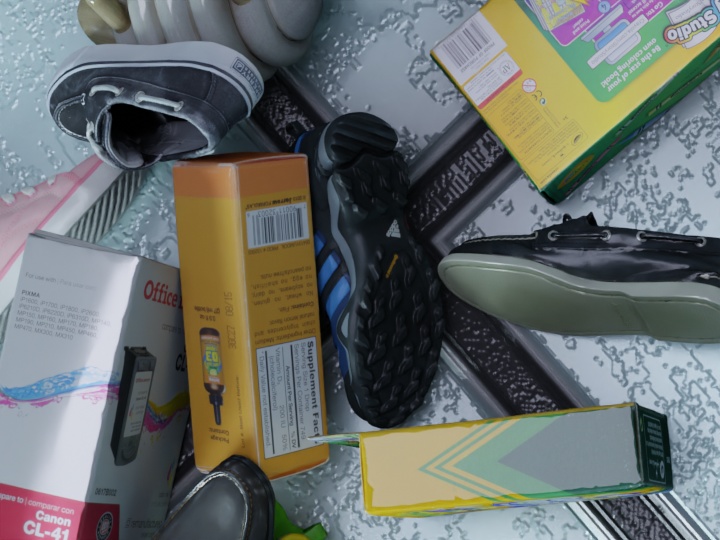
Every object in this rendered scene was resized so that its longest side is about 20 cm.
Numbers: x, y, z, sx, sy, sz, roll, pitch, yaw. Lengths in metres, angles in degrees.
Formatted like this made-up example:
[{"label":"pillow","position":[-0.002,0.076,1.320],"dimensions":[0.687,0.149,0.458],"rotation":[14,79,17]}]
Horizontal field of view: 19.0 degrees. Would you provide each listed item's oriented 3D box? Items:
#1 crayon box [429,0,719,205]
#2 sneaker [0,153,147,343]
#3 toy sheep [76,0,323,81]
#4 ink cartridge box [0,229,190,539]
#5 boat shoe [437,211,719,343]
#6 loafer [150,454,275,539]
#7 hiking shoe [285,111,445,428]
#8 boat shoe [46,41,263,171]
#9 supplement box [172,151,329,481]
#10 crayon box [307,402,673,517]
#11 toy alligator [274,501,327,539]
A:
[{"label":"crayon box","position":[0.157,-0.152,1.348],"dimensions":[0.200,0.058,0.119],"rotation":[-40,74,8]},{"label":"sneaker","position":[-0.240,-0.033,1.439],"dimensions":[0.200,0.075,0.105],"rotation":[-45,78,11]},{"label":"toy sheep","position":[-0.094,-0.177,1.387],"dimensions":[0.198,0.138,0.139],"rotation":[-4,81,25]},{"label":"ink cartridge box","position":[-0.170,0.088,1.366],"dimensions":[0.085,0.148,0.202],"rotation":[13,87,17]},{"label":"boat shoe","position":[0.146,-0.004,1.329],"dimensions":[0.198,0.075,0.066],"rotation":[4,57,31]},{"label":"loafer","position":[-0.115,0.203,1.338],"dimensions":[0.073,0.072,0.201],"rotation":[38,116,26]},{"label":"hiking shoe","position":[0.000,0.000,1.376],"dimensions":[0.086,0.074,0.202],"rotation":[-3,94,59]},{"label":"boat shoe","position":[-0.143,-0.096,1.353],"dimensions":[0.199,0.072,0.068],"rotation":[1,51,46]},{"label":"supplement box","position":[-0.069,0.028,1.353],"dimensions":[0.066,0.068,0.202],"rotation":[5,100,48]},{"label":"crayon box","position":[0.081,0.118,1.299],"dimensions":[0.198,0.126,0.052],"rotation":[-7,81,16]},{"label":"toy alligator","position":[-0.032,0.230,1.358],"dimensions":[0.054,0.059,0.202],"rotation":[-6,78,-26]}]
